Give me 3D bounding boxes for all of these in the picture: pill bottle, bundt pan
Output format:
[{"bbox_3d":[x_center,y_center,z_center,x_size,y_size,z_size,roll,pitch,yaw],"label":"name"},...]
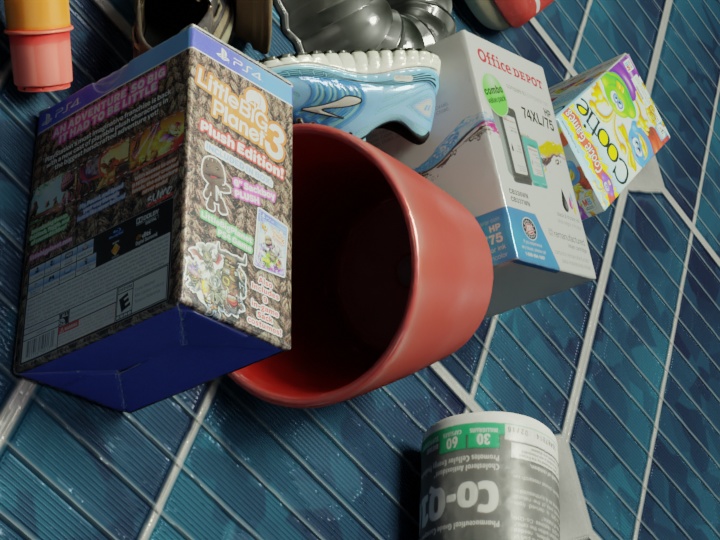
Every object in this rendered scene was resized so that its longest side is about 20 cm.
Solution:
[{"bbox_3d":[0.101,0.222,1.226,0.113,0.113,0.200,30,49,-39],"label":"pill bottle"},{"bbox_3d":[0.012,-0.246,1.393,0.202,0.076,0.202,27,51,-40],"label":"bundt pan"}]

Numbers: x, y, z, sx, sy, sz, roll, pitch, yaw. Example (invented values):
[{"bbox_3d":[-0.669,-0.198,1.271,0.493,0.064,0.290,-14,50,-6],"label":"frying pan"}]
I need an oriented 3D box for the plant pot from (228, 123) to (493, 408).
[{"bbox_3d":[0.000,0.000,1.167,0.177,0.200,0.201,5,68,-59],"label":"plant pot"}]

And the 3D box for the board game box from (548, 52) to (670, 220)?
[{"bbox_3d":[0.213,-0.123,1.554,0.103,0.105,0.200,61,37,-9],"label":"board game box"}]

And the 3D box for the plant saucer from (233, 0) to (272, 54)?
[{"bbox_3d":[-0.087,-0.270,1.224,0.029,0.200,0.200,-1,67,-7],"label":"plant saucer"}]

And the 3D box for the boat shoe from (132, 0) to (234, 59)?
[{"bbox_3d":[-0.130,-0.194,1.152,0.074,0.073,0.200,1,46,-5],"label":"boat shoe"}]

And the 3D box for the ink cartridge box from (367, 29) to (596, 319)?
[{"bbox_3d":[0.084,-0.072,1.320,0.147,0.146,0.200,11,62,-55],"label":"ink cartridge box"}]

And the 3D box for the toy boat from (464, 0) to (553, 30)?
[{"bbox_3d":[0.173,-0.330,1.590,0.131,0.131,0.200,59,37,-10],"label":"toy boat"}]

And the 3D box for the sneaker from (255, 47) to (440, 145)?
[{"bbox_3d":[-0.030,-0.125,1.220,0.200,0.078,0.090,-5,94,-13],"label":"sneaker"}]

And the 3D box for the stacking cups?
[{"bbox_3d":[-0.220,-0.220,1.045,0.060,0.060,0.200,-22,112,-54],"label":"stacking cups"}]

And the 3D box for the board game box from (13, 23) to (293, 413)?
[{"bbox_3d":[-0.133,-0.030,1.027,0.097,0.159,0.200,27,53,-42],"label":"board game box"}]
